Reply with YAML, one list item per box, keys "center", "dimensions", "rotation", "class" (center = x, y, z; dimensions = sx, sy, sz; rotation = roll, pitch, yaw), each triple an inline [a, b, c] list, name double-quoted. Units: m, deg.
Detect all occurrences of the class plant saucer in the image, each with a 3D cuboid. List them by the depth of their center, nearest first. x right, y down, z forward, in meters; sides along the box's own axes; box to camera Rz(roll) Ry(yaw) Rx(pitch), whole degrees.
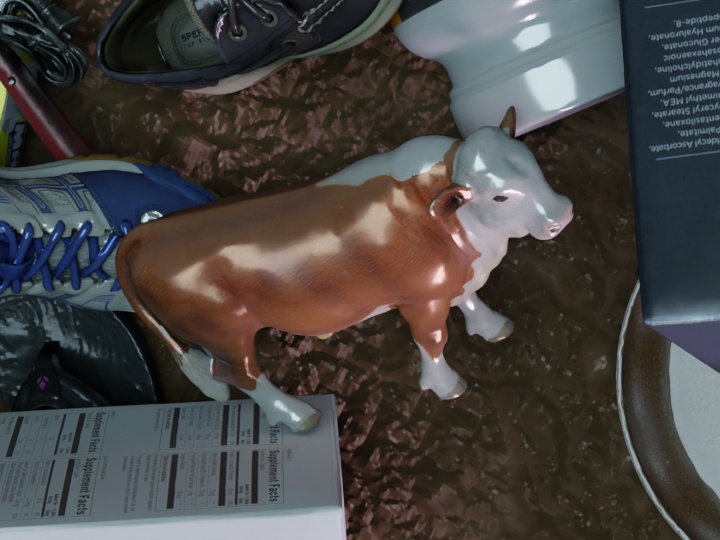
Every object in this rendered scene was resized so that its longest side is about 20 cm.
- center: [0.212, 0.047, 1.183]
  dimensions: [0.200, 0.032, 0.200]
  rotation: [0, 92, 13]
  class: "plant saucer"

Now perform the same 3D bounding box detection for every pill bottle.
- center: [0.051, -0.160, 1.158]
  dimensions: [0.116, 0.116, 0.200]
  rotation: [-22, 90, 13]
  class: "pill bottle"

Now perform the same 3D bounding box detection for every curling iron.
- center: [-0.112, -0.038, 1.227]
  dimensions: [0.050, 0.026, 0.200]
  rotation: [-13, 112, 43]
  class: "curling iron"

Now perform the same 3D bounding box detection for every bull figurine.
- center: [0.000, 0.000, 1.140]
  dimensions: [0.200, 0.065, 0.121]
  rotation: [-9, 126, 17]
  class: "bull figurine"

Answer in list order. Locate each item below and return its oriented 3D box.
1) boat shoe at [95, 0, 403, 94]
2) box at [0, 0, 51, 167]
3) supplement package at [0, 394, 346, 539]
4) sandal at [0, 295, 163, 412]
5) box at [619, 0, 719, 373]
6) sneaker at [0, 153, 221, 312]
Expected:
- center: [-0.047, -0.118, 1.156]
  dimensions: [0.200, 0.065, 0.072]
  rotation: [-22, 87, 55]
  class: "boat shoe"
- center: [-0.215, -0.062, 1.262]
  dimensions: [0.117, 0.048, 0.200]
  rotation: [13, 95, 10]
  class: "box"
- center: [-0.104, 0.151, 1.171]
  dimensions: [0.200, 0.151, 0.152]
  rotation: [-3, 106, -1]
  class: "supplement package"
- center: [-0.123, 0.098, 1.254]
  dimensions: [0.075, 0.048, 0.201]
  rotation: [-14, 93, 13]
  class: "sandal"
- center: [0.174, -0.068, 1.096]
  dimensions: [0.107, 0.148, 0.200]
  rotation: [-7, 77, 18]
  class: "box"
- center: [-0.151, -0.009, 1.185]
  dimensions: [0.200, 0.088, 0.075]
  rotation: [9, 117, 1]
  class: "sneaker"
